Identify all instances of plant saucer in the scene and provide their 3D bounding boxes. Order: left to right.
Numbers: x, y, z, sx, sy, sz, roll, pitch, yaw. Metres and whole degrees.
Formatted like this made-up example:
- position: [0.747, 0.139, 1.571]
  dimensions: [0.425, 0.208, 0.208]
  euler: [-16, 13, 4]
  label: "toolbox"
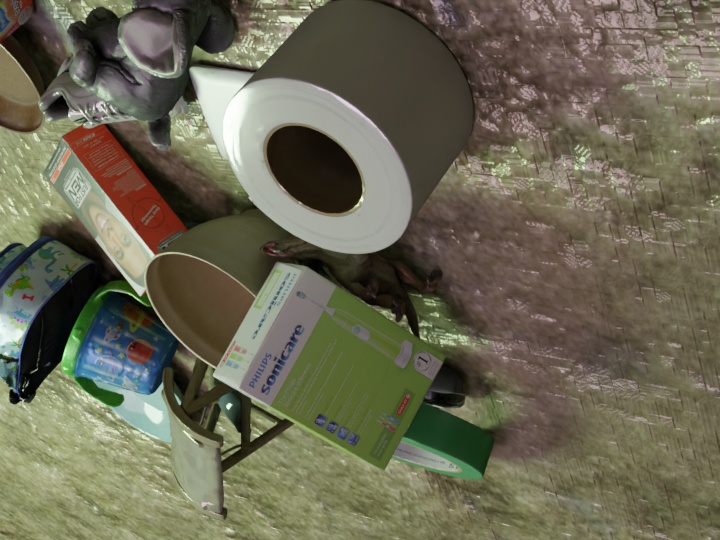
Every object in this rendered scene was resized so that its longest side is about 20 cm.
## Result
- position: [-0.455, -0.252, 1.616]
  dimensions: [0.200, 0.037, 0.200]
  euler: [26, 150, 16]
  label: "plant saucer"
- position: [-0.327, 0.177, 2.003]
  dimensions: [0.201, 0.039, 0.201]
  euler: [25, 144, 20]
  label: "plant saucer"

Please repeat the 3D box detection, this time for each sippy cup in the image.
- position: [-0.329, 0.107, 1.854]
  dimensions: [0.130, 0.140, 0.178]
  euler: [25, 156, 1]
  label: "sippy cup"

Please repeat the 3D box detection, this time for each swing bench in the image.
- position: [-0.180, 0.181, 1.731]
  dimensions: [0.130, 0.200, 0.199]
  euler: [27, 144, 16]
  label: "swing bench"

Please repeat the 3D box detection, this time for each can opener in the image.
- position: [0.039, 0.127, 1.617]
  dimensions: [0.200, 0.053, 0.067]
  euler: [14, 107, 32]
  label: "can opener"

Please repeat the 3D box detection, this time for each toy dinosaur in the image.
- position: [0.000, 0.000, 1.471]
  dimensions: [0.200, 0.086, 0.135]
  euler: [41, 159, -32]
  label: "toy dinosaur"

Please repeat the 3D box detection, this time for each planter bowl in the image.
- position: [-0.132, 0.014, 1.552]
  dimensions: [0.200, 0.135, 0.200]
  euler: [25, 143, 20]
  label: "planter bowl"

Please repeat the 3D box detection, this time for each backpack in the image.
- position: [-0.464, 0.050, 1.855]
  dimensions: [0.147, 0.183, 0.200]
  euler: [32, 140, 7]
  label: "backpack"

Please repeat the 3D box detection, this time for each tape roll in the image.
- position: [-0.011, -0.135, 1.257]
  dimensions: [0.202, 0.139, 0.203]
  euler: [20, 139, 18]
  label: "tape roll"
- position: [0.058, 0.195, 1.593]
  dimensions: [0.200, 0.048, 0.200]
  euler: [19, 166, 5]
  label: "tape roll"

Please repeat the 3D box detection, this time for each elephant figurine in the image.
- position: [-0.197, -0.248, 1.332]
  dimensions: [0.155, 0.142, 0.200]
  euler: [26, 139, -36]
  label: "elephant figurine"

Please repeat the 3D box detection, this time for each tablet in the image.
- position: [-0.090, -0.156, 1.427]
  dimensions: [0.200, 0.014, 0.130]
  euler: [13, 139, 32]
  label: "tablet"

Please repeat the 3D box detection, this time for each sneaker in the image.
- position: [-0.280, -0.192, 1.502]
  dimensions: [0.200, 0.081, 0.075]
  euler: [8, 134, 35]
  label: "sneaker"

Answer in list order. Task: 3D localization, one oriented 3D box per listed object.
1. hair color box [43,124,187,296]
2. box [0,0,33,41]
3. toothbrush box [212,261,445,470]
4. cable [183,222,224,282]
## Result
- position: [-0.296, -0.077, 1.630]
  dimensions: [0.200, 0.061, 0.102]
  euler: [51, 145, 3]
  label: "hair color box"
- position: [-0.476, -0.339, 1.493]
  dimensions: [0.200, 0.100, 0.096]
  euler: [30, 145, 12]
  label: "box"
- position: [-0.032, 0.103, 1.433]
  dimensions: [0.200, 0.146, 0.086]
  euler: [32, 171, -26]
  label: "toothbrush box"
- position: [-0.242, -0.014, 1.694]
  dimensions: [0.200, 0.050, 0.097]
  euler: [1, 131, 40]
  label: "cable"
